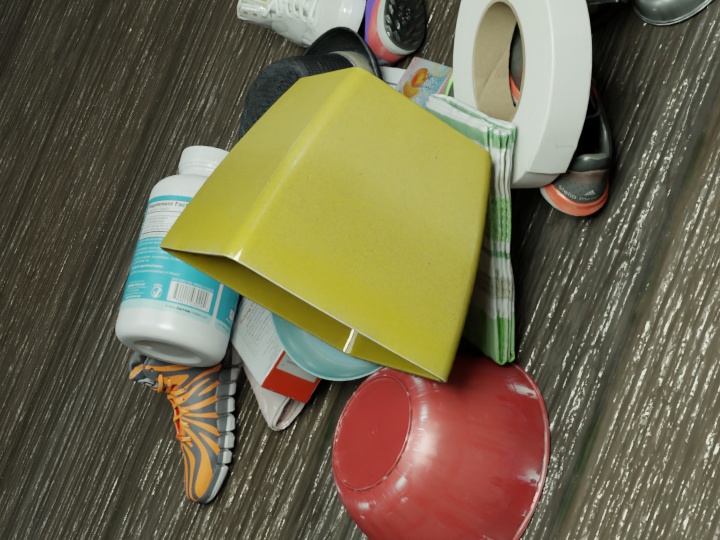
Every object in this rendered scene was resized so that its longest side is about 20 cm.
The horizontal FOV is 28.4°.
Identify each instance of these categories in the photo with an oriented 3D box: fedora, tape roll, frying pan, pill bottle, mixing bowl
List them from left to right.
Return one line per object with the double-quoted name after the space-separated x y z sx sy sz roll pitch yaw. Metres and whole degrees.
-0.164 -0.016 1.389 0.110 0.110 0.203 -10 61 50 "pill bottle"
-0.063 -0.150 1.422 0.200 0.091 0.204 -10 78 53 "fedora"
0.047 0.148 1.169 0.199 0.108 0.202 -33 44 39 "mixing bowl"
0.128 -0.167 1.162 0.202 0.037 0.206 179 90 -72 "tape roll"
0.247 -0.262 1.230 0.189 0.031 0.116 -1 67 50 "frying pan"

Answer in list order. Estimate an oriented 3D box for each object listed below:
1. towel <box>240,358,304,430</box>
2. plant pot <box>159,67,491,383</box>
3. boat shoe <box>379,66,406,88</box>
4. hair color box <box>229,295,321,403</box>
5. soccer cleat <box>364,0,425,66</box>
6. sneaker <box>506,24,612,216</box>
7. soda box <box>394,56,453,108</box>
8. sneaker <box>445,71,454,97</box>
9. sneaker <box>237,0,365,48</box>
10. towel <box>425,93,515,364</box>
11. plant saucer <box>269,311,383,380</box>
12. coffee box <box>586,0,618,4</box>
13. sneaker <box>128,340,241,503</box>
-0.062 0.033 1.457 0.192 0.032 0.201 -52 36 17 "towel"
-0.012 -0.046 1.115 0.178 0.199 0.200 -64 22 -8 "plant pot"
0.002 -0.171 1.462 0.199 0.073 0.066 12 75 57 "boat shoe"
-0.083 0.028 1.408 0.112 0.063 0.200 -57 37 13 "hair color box"
0.036 -0.310 1.513 0.073 0.068 0.203 -27 50 52 "soccer cleat"
0.176 -0.147 1.187 0.082 0.076 0.202 106 155 -57 "sneaker"
0.037 -0.097 1.347 0.063 0.068 0.201 28 86 50 "soda box"
0.108 -0.113 1.295 0.083 0.076 0.202 26 96 43 "sneaker"
-0.076 -0.289 1.574 0.200 0.114 0.075 10 82 67 "sneaker"
0.095 -0.038 1.197 0.149 0.030 0.203 -137 41 -66 "towel"
0.000 0.000 1.260 0.198 0.027 0.203 -13 68 35 "plant saucer"
0.222 -0.311 1.226 0.122 0.044 0.201 7 56 54 "coffee box"
-0.189 0.136 1.467 0.077 0.111 0.203 -5 78 60 "sneaker"
